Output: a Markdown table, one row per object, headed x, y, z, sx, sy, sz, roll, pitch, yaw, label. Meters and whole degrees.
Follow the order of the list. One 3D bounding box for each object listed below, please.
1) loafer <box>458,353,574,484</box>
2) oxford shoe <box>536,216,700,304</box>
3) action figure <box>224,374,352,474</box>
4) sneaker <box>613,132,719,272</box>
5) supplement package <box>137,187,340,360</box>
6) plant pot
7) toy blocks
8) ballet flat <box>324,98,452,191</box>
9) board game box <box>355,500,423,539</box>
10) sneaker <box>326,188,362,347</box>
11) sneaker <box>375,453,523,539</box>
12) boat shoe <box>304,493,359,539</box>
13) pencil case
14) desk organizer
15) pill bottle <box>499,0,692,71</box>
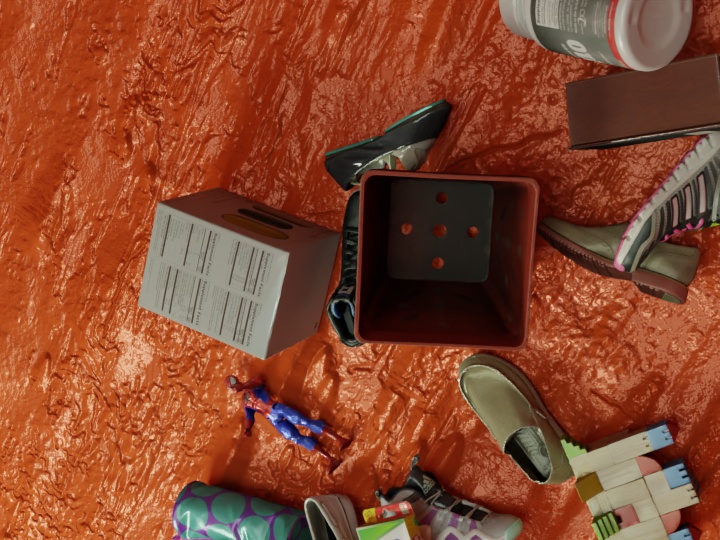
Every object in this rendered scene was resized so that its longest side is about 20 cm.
| x | y | z | sx | sy | sz | roll | pitch | yaw | label |
| --- | --- | --- | --- | --- | --- | --- | --- | --- | --- |
| 0.195 | 0.188 | 1.579 | 0.200 | 0.068 | 0.076 | 47 | 117 | 10 | loafer |
| 0.305 | -0.029 | 1.491 | 0.200 | 0.070 | 0.075 | 25 | 85 | 20 | oxford shoe |
| -0.119 | 0.207 | 1.724 | 0.200 | 0.099 | 0.065 | 33 | 112 | 18 | action figure |
| 0.369 | -0.067 | 1.413 | 0.087 | 0.074 | 0.200 | 40 | 89 | 7 | sneaker |
| -0.159 | -0.001 | 1.662 | 0.199 | 0.152 | 0.151 | 21 | 109 | 20 | supplement package |
| 0.096 | -0.030 | 1.497 | 0.199 | 0.176 | 0.201 | 3 | 104 | 0 | plant pot |
| 0.346 | 0.268 | 1.520 | 0.136 | 0.100 | 0.201 | -23 | 90 | 17 | toy blocks |
| 0.042 | -0.149 | 1.579 | 0.200 | 0.073 | 0.073 | -21 | 92 | 34 | ballet flat |
| 0.056 | 0.398 | 1.603 | 0.095 | 0.030 | 0.201 | -23 | 80 | 45 | board game box |
| 0.000 | 0.000 | 1.607 | 0.073 | 0.112 | 0.201 | 0 | 101 | 25 | sneaker |
| 0.105 | 0.303 | 1.644 | 0.199 | 0.078 | 0.140 | -15 | 95 | 27 | sneaker |
| -0.028 | 0.391 | 1.685 | 0.072 | 0.066 | 0.201 | -43 | 51 | 41 | boat shoe |
| -0.167 | 0.364 | 1.785 | 0.199 | 0.085 | 0.093 | 12 | 80 | 24 | pencil case |
| 0.328 | -0.184 | 1.396 | 0.200 | 0.072 | 0.077 | -5 | 91 | 45 | desk organizer |
| 0.254 | -0.290 | 1.383 | 0.200 | 0.114 | 0.114 | 26 | 115 | 50 | pill bottle |
